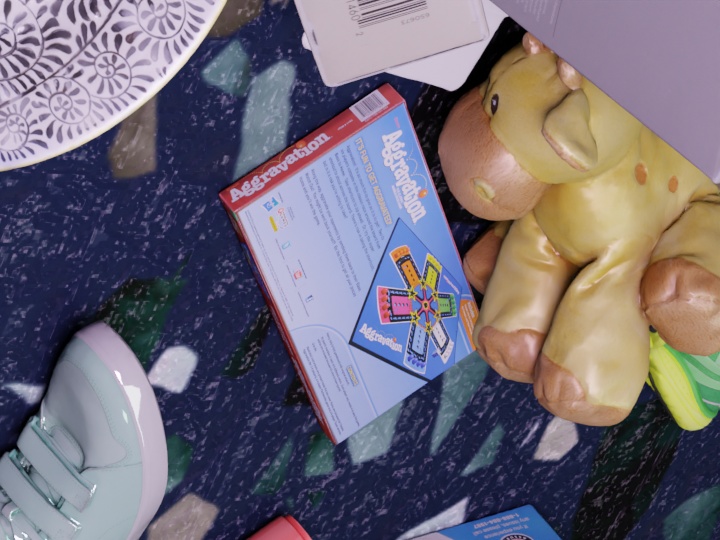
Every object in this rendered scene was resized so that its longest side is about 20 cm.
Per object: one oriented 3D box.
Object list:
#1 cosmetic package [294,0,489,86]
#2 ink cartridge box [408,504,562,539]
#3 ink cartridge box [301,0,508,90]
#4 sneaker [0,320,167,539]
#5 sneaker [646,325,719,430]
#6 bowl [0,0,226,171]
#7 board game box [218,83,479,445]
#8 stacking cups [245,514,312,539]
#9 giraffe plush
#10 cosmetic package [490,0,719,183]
[{"bbox_3d":[-0.011,-0.183,1.211,0.073,0.201,0.104,-16,140,3],"label":"cosmetic package"},{"bbox_3d":[0.082,0.263,1.704,0.146,0.200,0.145,-13,133,-32],"label":"ink cartridge box"},{"bbox_3d":[0.043,-0.190,1.362,0.116,0.068,0.201,13,116,-46],"label":"ink cartridge box"},{"bbox_3d":[-0.165,0.120,1.462,0.118,0.074,0.201,-18,138,-36],"label":"sneaker"},{"bbox_3d":[0.182,0.014,1.667,0.083,0.074,0.200,-36,150,-5],"label":"sneaker"},{"bbox_3d":[-0.151,-0.147,1.218,0.200,0.094,0.202,-23,137,-23],"label":"bowl"},{"bbox_3d":[0.000,0.000,1.540,0.103,0.019,0.200,-33,140,-10],"label":"board game box"},{"bbox_3d":[-0.105,0.207,1.608,0.199,0.061,0.061,-33,140,-13],"label":"stacking cups"},{"bbox_3d":[0.110,-0.049,1.491,0.200,0.172,0.162,-48,132,-3],"label":"giraffe plush"},{"bbox_3d":[0.136,-0.127,1.284,0.106,0.200,0.091,-11,132,-34],"label":"cosmetic package"}]
